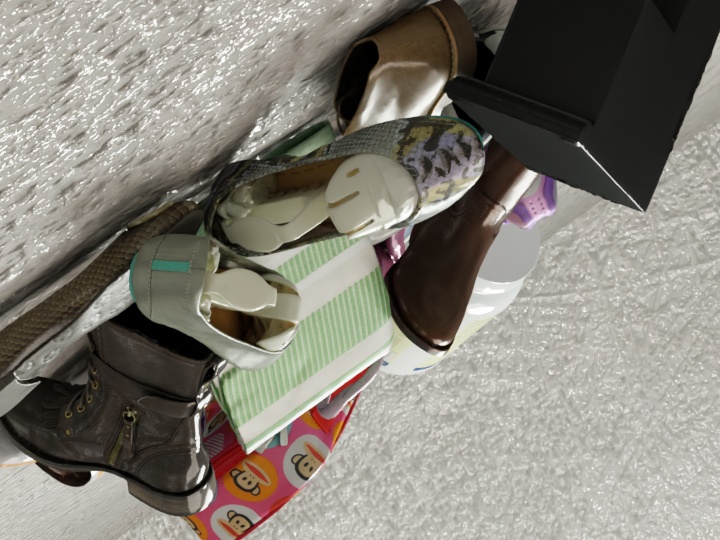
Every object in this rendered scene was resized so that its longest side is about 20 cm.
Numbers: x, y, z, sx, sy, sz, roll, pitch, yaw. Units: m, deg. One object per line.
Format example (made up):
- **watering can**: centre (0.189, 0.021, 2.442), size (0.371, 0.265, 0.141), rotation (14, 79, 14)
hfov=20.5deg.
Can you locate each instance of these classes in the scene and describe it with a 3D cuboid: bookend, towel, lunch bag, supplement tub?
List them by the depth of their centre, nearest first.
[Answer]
- **bookend**: centre (0.155, -0.160, 1.239), size (0.200, 0.092, 0.200), rotation (-67, 158, -1)
- **towel**: centre (-0.055, 0.015, 1.364), size (0.152, 0.023, 0.201), rotation (-34, 130, -17)
- **lunch bag**: centre (-0.062, 0.117, 1.581), size (0.176, 0.082, 0.200), rotation (-38, -166, 31)
- **supplement tub**: centre (0.072, 0.001, 1.949), size (0.145, 0.146, 0.200), rotation (-30, 172, -40)

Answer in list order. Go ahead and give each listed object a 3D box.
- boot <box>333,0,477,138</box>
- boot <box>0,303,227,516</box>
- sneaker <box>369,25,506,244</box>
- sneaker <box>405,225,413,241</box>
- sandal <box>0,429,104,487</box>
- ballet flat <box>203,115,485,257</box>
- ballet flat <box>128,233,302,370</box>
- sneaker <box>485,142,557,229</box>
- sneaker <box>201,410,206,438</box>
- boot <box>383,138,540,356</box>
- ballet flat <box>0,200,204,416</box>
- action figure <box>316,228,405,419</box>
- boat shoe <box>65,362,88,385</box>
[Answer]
- **boot**: centre (0.010, -0.098, 1.267), size (0.075, 0.074, 0.200), rotation (-19, 157, -21)
- **boot**: centre (-0.172, 0.070, 1.366), size (0.069, 0.199, 0.175), rotation (-53, 155, -40)
- **sneaker**: centre (0.039, -0.095, 1.368), size (0.199, 0.080, 0.130), rotation (-37, 172, 8)
- **sneaker**: centre (-0.012, -0.012, 1.754), size (0.084, 0.075, 0.200), rotation (-33, 164, -31)
- **sandal**: centre (-0.245, 0.143, 1.584), size (0.206, 0.079, 0.060), rotation (-13, 117, -56)
- **ballet flat**: centre (-0.016, -0.042, 1.216), size (0.199, 0.073, 0.072), rotation (-11, -172, 33)
- **ballet flat**: centre (-0.072, 0.023, 1.245), size (0.063, 0.068, 0.200), rotation (-1, 168, 25)
- **sneaker**: centre (0.115, -0.081, 1.653), size (0.080, 0.089, 0.200), rotation (-34, -165, -2)
- **sneaker**: centre (-0.154, 0.087, 1.463), size (0.088, 0.074, 0.201), rotation (-45, 154, -58)
- **boot**: centre (0.100, -0.055, 1.448), size (0.200, 0.064, 0.187), rotation (-49, -161, 31)
- **ballet flat**: centre (-0.181, 0.018, 1.236), size (0.200, 0.046, 0.067), rotation (-41, 165, 4)
- **action figure**: centre (0.000, 0.000, 1.530), size (0.134, 0.149, 0.200), rotation (-38, 179, 24)
- **boat shoe**: centre (-0.172, 0.080, 1.622), size (0.068, 0.073, 0.200), rotation (-15, -168, 30)
